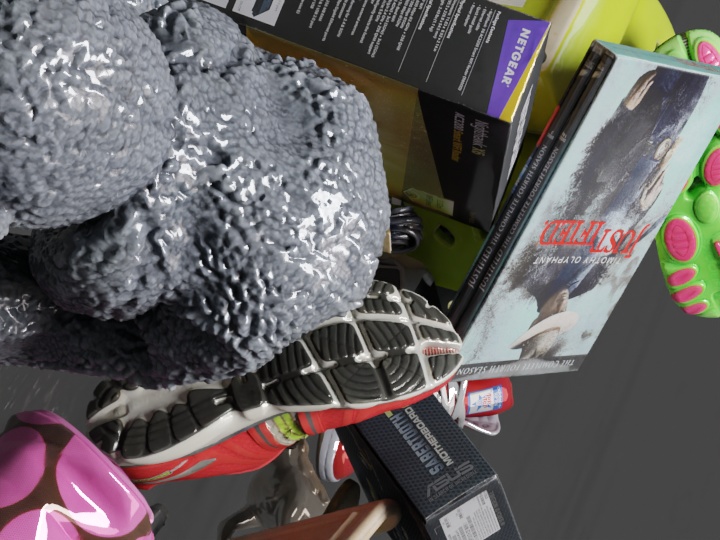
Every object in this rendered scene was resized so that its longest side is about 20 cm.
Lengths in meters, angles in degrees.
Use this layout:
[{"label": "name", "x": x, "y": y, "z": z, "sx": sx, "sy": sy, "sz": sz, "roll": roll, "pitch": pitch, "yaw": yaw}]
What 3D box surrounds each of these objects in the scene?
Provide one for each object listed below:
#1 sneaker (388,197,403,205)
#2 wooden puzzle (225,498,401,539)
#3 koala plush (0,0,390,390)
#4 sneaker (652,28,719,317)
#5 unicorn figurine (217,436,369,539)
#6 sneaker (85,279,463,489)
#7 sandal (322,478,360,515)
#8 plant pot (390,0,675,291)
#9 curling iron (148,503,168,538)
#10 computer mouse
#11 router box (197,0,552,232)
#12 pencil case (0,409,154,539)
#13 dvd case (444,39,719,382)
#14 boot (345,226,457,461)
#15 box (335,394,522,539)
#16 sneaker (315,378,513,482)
[{"label": "sneaker", "x": 0.074, "y": -0.029, "z": 1.216, "sx": 0.200, "sy": 0.090, "sz": 0.070, "roll": 91, "pitch": 25, "yaw": -43}, {"label": "wooden puzzle", "x": -0.090, "y": 0.180, "z": 0.812, "sx": 0.200, "sy": 0.185, "sz": 0.037, "roll": -30, "pitch": 100, "yaw": -62}, {"label": "koala plush", "x": -0.100, "y": -0.054, "z": 0.577, "sx": 0.200, "sy": 0.184, "sz": 0.177, "roll": 42, "pitch": 67, "yaw": -58}, {"label": "sneaker", "x": 0.203, "y": -0.063, "z": 0.986, "sx": 0.084, "sy": 0.077, "sz": 0.200, "roll": -81, "pitch": 162, "yaw": -50}, {"label": "unicorn figurine", "x": -0.040, "y": 0.170, "z": 1.084, "sx": 0.200, "sy": 0.074, "sz": 0.137, "roll": 63, "pitch": 37, "yaw": -42}, {"label": "sneaker", "x": -0.044, "y": 0.064, "z": 0.848, "sx": 0.085, "sy": 0.200, "sz": 0.077, "roll": 80, "pitch": -5, "yaw": -59}, {"label": "sandal", "x": -0.021, "y": 0.240, "z": 0.991, "sx": 0.212, "sy": 0.070, "sz": 0.078, "roll": -63, "pitch": 162, "yaw": -12}, {"label": "plant pot", "x": 0.084, "y": -0.115, "z": 1.004, "sx": 0.199, "sy": 0.200, "sz": 0.182, "roll": -60, "pitch": 152, "yaw": -32}, {"label": "curling iron", "x": -0.124, "y": 0.157, "z": 0.841, "sx": 0.200, "sy": 0.050, "sz": 0.026, "roll": -64, "pitch": 145, "yaw": -84}, {"label": "computer mouse", "x": 0.000, "y": 0.000, "z": 0.943, "sx": 0.200, "sy": 0.110, "sz": 0.044, "roll": 51, "pitch": 39, "yaw": -65}, {"label": "router box", "x": 0.003, "y": -0.090, "z": 0.778, "sx": 0.200, "sy": 0.157, "sz": 0.052, "roll": 80, "pitch": 31, "yaw": -77}, {"label": "pencil case", "x": -0.163, "y": 0.160, "z": 0.692, "sx": 0.200, "sy": 0.094, "sz": 0.091, "roll": -60, "pitch": 178, "yaw": -30}, {"label": "dvd case", "x": 0.123, "y": -0.028, "z": 0.882, "sx": 0.146, "sy": 0.022, "sz": 0.200, "roll": 1, "pitch": 124, "yaw": -52}, {"label": "boot", "x": 0.063, "y": 0.035, "z": 1.069, "sx": 0.074, "sy": 0.154, "sz": 0.204, "roll": 73, "pitch": 19, "yaw": -49}, {"label": "box", "x": 0.040, "y": 0.132, "z": 0.937, "sx": 0.051, "sy": 0.158, "sz": 0.200, "roll": -31, "pitch": 138, "yaw": -8}, {"label": "sneaker", "x": 0.049, "y": 0.106, "z": 1.238, "sx": 0.200, "sy": 0.112, "sz": 0.071, "roll": -49, "pitch": 151, "yaw": -50}]
